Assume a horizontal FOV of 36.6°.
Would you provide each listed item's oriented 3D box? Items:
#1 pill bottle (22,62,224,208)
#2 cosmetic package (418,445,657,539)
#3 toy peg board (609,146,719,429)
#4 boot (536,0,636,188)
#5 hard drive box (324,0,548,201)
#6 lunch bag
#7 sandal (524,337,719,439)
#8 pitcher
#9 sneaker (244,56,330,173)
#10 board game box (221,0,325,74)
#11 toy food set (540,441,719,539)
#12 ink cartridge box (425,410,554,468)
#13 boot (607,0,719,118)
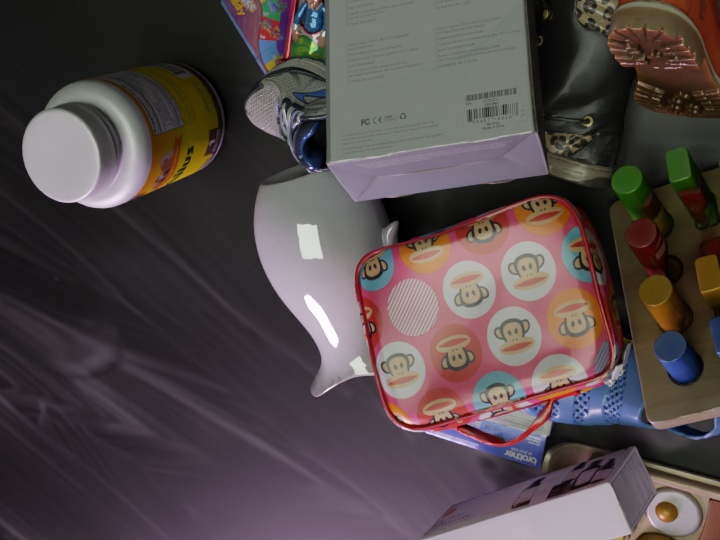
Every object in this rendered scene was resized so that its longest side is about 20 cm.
[{"bbox_3d":[-0.209,-0.121,0.969,0.108,0.200,0.111,6,109,20],"label":"pill bottle"},{"bbox_3d":[0.152,0.216,0.954,0.199,0.082,0.051,-27,88,32],"label":"cosmetic package"},{"bbox_3d":[0.283,-0.011,0.808,0.198,0.098,0.201,-18,56,25],"label":"toy peg board"},{"bbox_3d":[0.137,-0.168,0.892,0.199,0.073,0.152,27,109,22],"label":"boot"},{"bbox_3d":[0.055,-0.167,0.820,0.154,0.077,0.203,-6,70,15],"label":"hard drive box"},{"bbox_3d":[0.103,0.047,0.854,0.198,0.082,0.178,-16,82,19],"label":"lunch bag"},{"bbox_3d":[0.228,0.100,0.909,0.197,0.087,0.080,-3,110,9],"label":"sandal"},{"bbox_3d":[0.000,0.000,0.970,0.170,0.121,0.202,-12,105,26],"label":"pitcher"},{"bbox_3d":[-0.036,-0.127,0.924,0.199,0.085,0.078,15,131,39],"label":"sneaker"},{"bbox_3d":[-0.045,-0.229,0.960,0.157,0.039,0.201,-31,93,26],"label":"board game box"},{"bbox_3d":[0.251,0.249,0.980,0.198,0.060,0.145,13,111,17],"label":"toy food set"},{"bbox_3d":[0.130,0.068,0.984,0.118,0.042,0.202,14,108,16],"label":"ink cartridge box"},{"bbox_3d":[0.241,-0.181,0.804,0.074,0.200,0.109,8,78,27],"label":"boot"}]
